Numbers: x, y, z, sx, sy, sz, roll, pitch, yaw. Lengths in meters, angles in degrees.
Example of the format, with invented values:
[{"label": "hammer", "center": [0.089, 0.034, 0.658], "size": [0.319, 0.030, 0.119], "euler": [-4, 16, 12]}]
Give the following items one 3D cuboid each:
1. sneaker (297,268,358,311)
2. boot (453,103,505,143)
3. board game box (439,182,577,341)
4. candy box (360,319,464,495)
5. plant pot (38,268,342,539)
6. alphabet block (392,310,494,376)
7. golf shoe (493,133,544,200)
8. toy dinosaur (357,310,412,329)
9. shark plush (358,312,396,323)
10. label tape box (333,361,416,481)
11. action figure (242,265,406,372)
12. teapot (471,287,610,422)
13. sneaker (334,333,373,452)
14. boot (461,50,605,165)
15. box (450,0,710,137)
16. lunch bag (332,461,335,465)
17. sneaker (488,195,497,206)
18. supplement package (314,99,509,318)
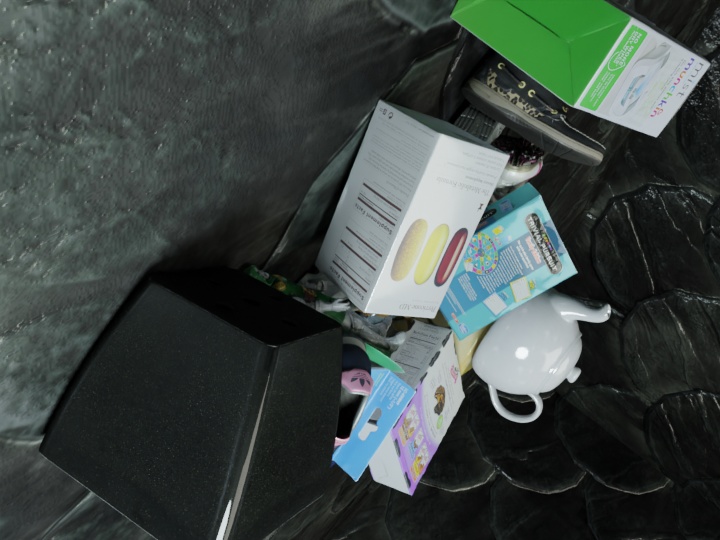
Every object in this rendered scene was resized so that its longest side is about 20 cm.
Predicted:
[{"label": "sneaker", "center": [0.000, 0.000, 0.907], "size": [0.200, 0.088, 0.074], "euler": [-51, 161, -12]}, {"label": "boot", "center": [0.185, -0.223, 1.015], "size": [0.200, 0.068, 0.131], "euler": [-49, 172, -4]}, {"label": "board game box", "center": [0.191, -0.009, 1.032], "size": [0.199, 0.047, 0.151], "euler": [-31, 121, 7]}, {"label": "candy box", "center": [0.080, 0.206, 1.092], "size": [0.200, 0.071, 0.168], "euler": [-52, 142, -35]}, {"label": "plant pot", "center": [-0.125, 0.107, 0.644], "size": [0.199, 0.199, 0.178], "euler": [-8, 122, -65]}, {"label": "alphabet block", "center": [0.175, 0.034, 1.243], "size": [0.201, 0.195, 0.196], "euler": [-58, 160, 19]}, {"label": "golf shoe", "center": [0.220, -0.142, 1.035], "size": [0.200, 0.072, 0.093], "euler": [-52, 154, -72]}, {"label": "toy dinosaur", "center": [0.039, 0.052, 1.081], "size": [0.199, 0.061, 0.106], "euler": [12, 148, -40]}, {"label": "shark plush", "center": [0.034, 0.038, 1.134], "size": [0.199, 0.091, 0.083], "euler": [-29, 166, 14]}, {"label": "label tape box", "center": [-0.058, 0.141, 0.836], "size": [0.144, 0.200, 0.066], "euler": [-58, 165, 18]}, {"label": "action figure", "center": [-0.044, 0.042, 0.781], "size": [0.199, 0.118, 0.055], "euler": [24, 99, -30]}, {"label": "teapot", "center": [0.280, 0.128, 1.137], "size": [0.198, 0.146, 0.200], "euler": [-48, 162, -12]}, {"label": "sneaker", "center": [-0.042, 0.167, 0.753], "size": [0.070, 0.082, 0.201], "euler": [10, 119, -20]}, {"label": "boot", "center": [0.248, -0.238, 0.909], "size": [0.151, 0.199, 0.073], "euler": [-58, 170, 1]}, {"label": "box", "center": [0.228, -0.244, 0.747], "size": [0.176, 0.200, 0.097], "euler": [3, 128, -44]}, {"label": "lunch bag", "center": [-0.103, 0.235, 1.011], "size": [0.132, 0.136, 0.200], "euler": [-42, 161, -31]}, {"label": "sneaker", "center": [0.186, -0.095, 1.126], "size": [0.200, 0.075, 0.081], "euler": [-97, -161, -57]}, {"label": "supplement package", "center": [0.052, -0.062, 0.779], "size": [0.113, 0.109, 0.201], "euler": [6, 114, -40]}]
